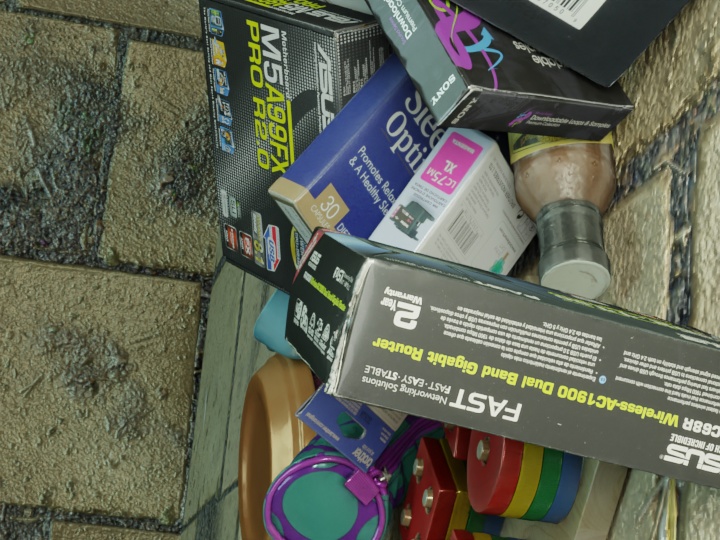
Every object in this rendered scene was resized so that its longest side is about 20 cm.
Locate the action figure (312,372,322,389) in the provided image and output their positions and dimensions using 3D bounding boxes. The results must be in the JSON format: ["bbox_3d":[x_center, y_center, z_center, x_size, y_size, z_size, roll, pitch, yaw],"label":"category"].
[{"bbox_3d":[-0.028,0.099,1.272,0.134,0.148,0.201,-36,72,51],"label":"action figure"}]

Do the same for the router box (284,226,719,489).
[{"bbox_3d":[0.072,0.037,0.705,0.150,0.198,0.063,-145,70,-77],"label":"router box"}]

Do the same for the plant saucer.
[{"bbox_3d":[-0.068,0.162,1.212,0.200,0.037,0.202,-179,90,-76],"label":"plant saucer"}]

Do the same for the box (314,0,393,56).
[{"bbox_3d":[0.044,-0.232,1.033,0.200,0.106,0.152,-46,-6,-21],"label":"box"}]

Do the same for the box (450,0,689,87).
[{"bbox_3d":[0.101,-0.226,0.845,0.107,0.148,0.201,-48,30,34],"label":"box"}]

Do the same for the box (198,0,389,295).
[{"bbox_3d":[-0.042,-0.081,1.014,0.160,0.044,0.202,27,128,48],"label":"box"}]

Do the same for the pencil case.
[{"bbox_3d":[0.003,0.140,1.072,0.086,0.092,0.200,63,-161,-5],"label":"pencil case"}]

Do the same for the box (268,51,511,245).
[{"bbox_3d":[0.041,-0.079,0.955,0.032,0.121,0.200,24,68,45],"label":"box"}]

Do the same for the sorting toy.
[{"bbox_3d":[0.083,0.127,0.918,0.200,0.069,0.200,-108,29,-66],"label":"sorting toy"}]

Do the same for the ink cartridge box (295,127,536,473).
[{"bbox_3d":[0.030,0.019,0.929,0.201,0.042,0.119,-56,-30,-8],"label":"ink cartridge box"}]

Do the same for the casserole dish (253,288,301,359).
[{"bbox_3d":[0.000,0.000,1.139,0.039,0.121,0.200,49,118,24],"label":"casserole dish"}]

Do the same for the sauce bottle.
[{"bbox_3d":[0.121,-0.072,0.904,0.065,0.064,0.201,113,161,-49],"label":"sauce bottle"}]

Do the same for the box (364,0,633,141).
[{"bbox_3d":[0.055,-0.161,0.855,0.036,0.142,0.201,-48,57,35],"label":"box"}]
